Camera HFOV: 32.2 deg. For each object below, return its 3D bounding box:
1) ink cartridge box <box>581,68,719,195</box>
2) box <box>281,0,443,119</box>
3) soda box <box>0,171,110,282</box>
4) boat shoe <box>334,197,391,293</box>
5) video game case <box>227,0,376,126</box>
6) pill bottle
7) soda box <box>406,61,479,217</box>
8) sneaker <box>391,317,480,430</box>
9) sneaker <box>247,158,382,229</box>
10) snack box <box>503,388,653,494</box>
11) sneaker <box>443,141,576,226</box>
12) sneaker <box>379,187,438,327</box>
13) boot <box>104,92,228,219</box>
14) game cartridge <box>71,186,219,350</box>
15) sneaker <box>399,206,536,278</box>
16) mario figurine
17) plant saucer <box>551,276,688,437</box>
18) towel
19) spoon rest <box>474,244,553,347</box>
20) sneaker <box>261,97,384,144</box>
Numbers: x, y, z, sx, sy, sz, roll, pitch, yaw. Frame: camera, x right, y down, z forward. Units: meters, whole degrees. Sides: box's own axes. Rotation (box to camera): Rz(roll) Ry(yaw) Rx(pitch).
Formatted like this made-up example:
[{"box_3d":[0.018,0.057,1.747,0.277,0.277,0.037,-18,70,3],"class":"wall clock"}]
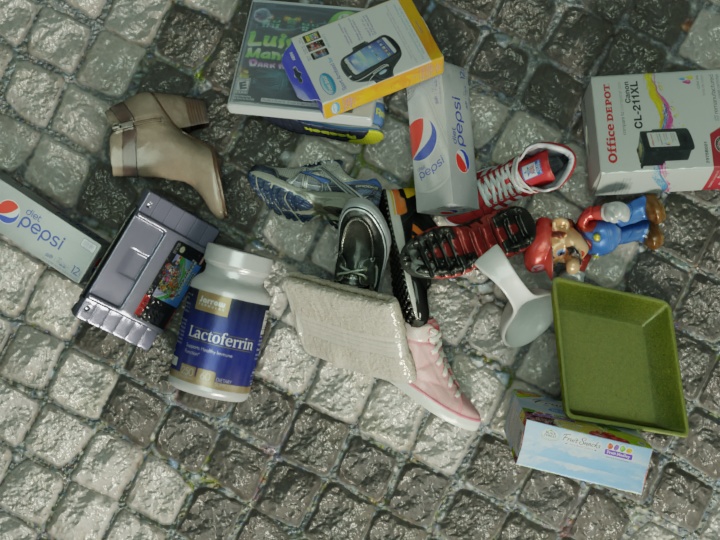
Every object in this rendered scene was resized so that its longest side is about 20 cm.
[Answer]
[{"box_3d":[0.409,-0.186,1.693,0.197,0.083,0.148,-3,74,1],"class":"ink cartridge box"},{"box_3d":[-0.002,-0.282,1.663,0.198,0.042,0.120,-23,64,-5],"class":"box"},{"box_3d":[-0.448,-0.063,1.730,0.199,0.068,0.064,33,93,1],"class":"soda box"},{"box_3d":[0.000,0.000,1.677,0.071,0.071,0.202,9,128,16],"class":"boat shoe"},{"box_3d":[-0.068,-0.286,1.702,0.197,0.023,0.184,6,63,8],"class":"video game case"},{"box_3d":[-0.187,0.070,1.710,0.114,0.116,0.202,13,90,1],"class":"pill bottle"},{"box_3d":[0.111,-0.178,1.700,0.063,0.068,0.203,-11,80,38],"class":"soda box"},{"box_3d":[0.101,0.130,1.723,0.199,0.075,0.105,36,96,5],"class":"sneaker"},{"box_3d":[-0.060,-0.115,1.733,0.198,0.077,0.086,18,62,14],"class":"sneaker"},{"box_3d":[0.283,0.223,1.656,0.167,0.200,0.068,13,95,0],"class":"snack box"},{"box_3d":[0.203,-0.119,1.700,0.198,0.112,0.072,-26,90,2],"class":"sneaker"},{"box_3d":[0.084,-0.023,1.706,0.089,0.070,0.202,-7,69,-13],"class":"sneaker"},{"box_3d":[-0.271,-0.152,1.724,0.145,0.070,0.202,-12,73,-10],"class":"boot"},{"box_3d":[-0.293,0.001,1.720,0.129,0.038,0.201,30,93,-29],"class":"game cartridge"},{"box_3d":[0.135,-0.029,1.674,0.199,0.098,0.072,-18,84,-22],"class":"sneaker"},{"box_3d":[0.320,-0.031,1.700,0.198,0.106,0.125,-16,102,-4],"class":"mario figurine"},{"box_3d":[0.337,0.124,1.678,0.198,0.048,0.202,12,61,-23],"class":"plant saucer"},{"box_3d":[-0.017,0.075,1.671,0.199,0.034,0.134,12,131,38],"class":"towel"},{"box_3d":[0.213,0.043,1.676,0.099,0.200,0.061,-40,50,1],"class":"spoon rest"},{"box_3d":[-0.059,-0.232,1.729,0.198,0.074,0.083,12,82,1],"class":"sneaker"}]
